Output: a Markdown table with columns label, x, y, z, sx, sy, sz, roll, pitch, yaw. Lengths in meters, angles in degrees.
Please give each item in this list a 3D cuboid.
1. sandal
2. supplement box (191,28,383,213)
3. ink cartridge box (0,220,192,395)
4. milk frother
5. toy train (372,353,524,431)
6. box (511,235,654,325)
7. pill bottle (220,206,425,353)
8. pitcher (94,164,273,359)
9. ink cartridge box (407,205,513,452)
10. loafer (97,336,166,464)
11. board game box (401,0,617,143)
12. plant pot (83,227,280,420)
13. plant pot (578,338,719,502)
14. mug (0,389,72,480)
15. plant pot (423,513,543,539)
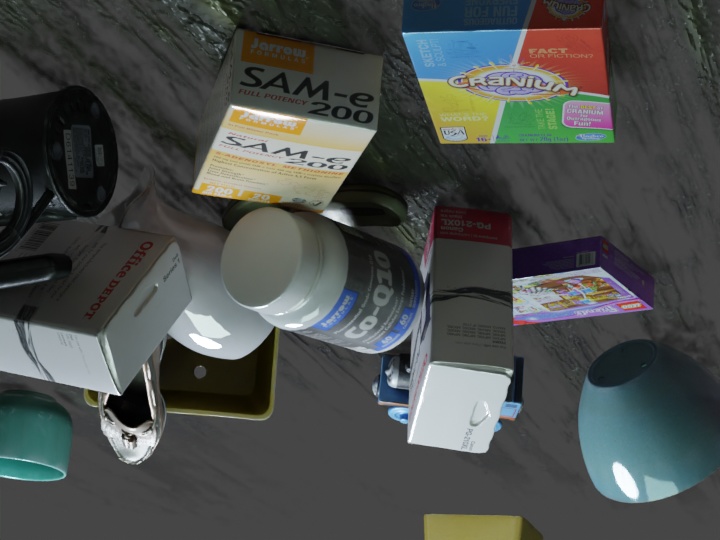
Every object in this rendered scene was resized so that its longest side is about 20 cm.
| label | x | y | z | sx | sy | sz | roll | pitch | yaw |
| --- | --- | --- | --- | --- | --- | --- | --- | --- | --- |
| sandal | -0.051 | -0.048 | 1.616 | 0.200 | 0.058 | 0.080 | -2 | 159 | 25 |
| supplement box | -0.067 | -0.123 | 1.393 | 0.126 | 0.074 | 0.200 | 9 | 160 | -12 |
| ink cartridge box | -0.280 | 0.028 | 1.527 | 0.199 | 0.146 | 0.084 | 10 | 134 | 25 |
| milk frother | -0.344 | -0.080 | 1.414 | 0.188 | 0.181 | 0.200 | -5 | 163 | 23 |
| toy train | 0.117 | 0.150 | 2.098 | 0.199 | 0.087 | 0.114 | 8 | 151 | -1 |
| box | 0.200 | 0.015 | 1.758 | 0.200 | 0.039 | 0.137 | -8 | 156 | 32 |
| pill bottle | -0.035 | 0.008 | 1.542 | 0.114 | 0.114 | 0.200 | -9 | 164 | 33 |
| pitcher | -0.193 | 0.007 | 1.640 | 0.200 | 0.121 | 0.171 | 42 | 133 | -22 |
| ink cartridge box | 0.100 | 0.059 | 1.617 | 0.084 | 0.200 | 0.145 | 7 | 140 | -3 |
| loafer | -0.233 | 0.129 | 1.632 | 0.072 | 0.063 | 0.200 | 9 | 129 | -1 |
| board game box | 0.123 | -0.161 | 1.290 | 0.153 | 0.040 | 0.200 | 0 | 160 | 13 |
| plant pot | -0.183 | 0.063 | 1.787 | 0.199 | 0.201 | 0.176 | 5 | 171 | 1 |
| plant pot | 0.344 | 0.164 | 1.962 | 0.200 | 0.200 | 0.135 | -11 | 120 | 38 |
| mug | -0.521 | 0.242 | 2.453 | 0.152 | 0.115 | 0.185 | -3 | 158 | 22 |
| plant pot | 0.230 | 0.582 | 3.083 | 0.194 | 0.201 | 0.196 | -2 | 158 | 19 |
